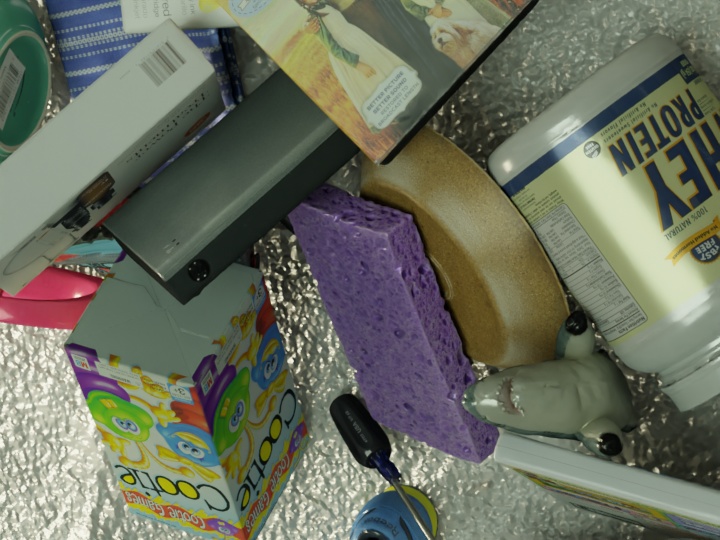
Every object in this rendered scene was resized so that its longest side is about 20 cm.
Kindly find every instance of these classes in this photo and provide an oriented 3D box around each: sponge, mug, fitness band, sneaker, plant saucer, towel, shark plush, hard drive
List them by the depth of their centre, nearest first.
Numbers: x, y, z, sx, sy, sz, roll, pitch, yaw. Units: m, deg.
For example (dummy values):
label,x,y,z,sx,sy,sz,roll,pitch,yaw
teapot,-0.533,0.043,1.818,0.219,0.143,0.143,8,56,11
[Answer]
label,x,y,z,sx,sy,sz,roll,pitch,yaw
shark plush,0.128,0.078,1.508,0.083,0.200,0.091,-18,87,15
plant saucer,0.058,-0.007,1.530,0.200,0.035,0.201,45,159,23
hard drive,-0.068,-0.070,1.534,0.200,0.140,0.033,-41,116,-7
sponge,0.021,0.034,1.572,0.111,0.030,0.201,21,141,47
sneaker,-0.162,-0.008,1.670,0.199,0.079,0.096,3,131,33
mug,-0.289,-0.121,1.671,0.114,0.152,0.186,10,118,21
towel,-0.147,-0.123,1.672,0.144,0.024,0.201,-7,104,29
sneaker,0.005,0.251,1.691,0.066,0.078,0.201,19,116,18
fitness band,-0.271,0.011,1.710,0.199,0.143,0.038,12,94,24

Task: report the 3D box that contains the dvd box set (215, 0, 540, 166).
label,x,y,z,sx,sy,sz,roll,pitch,yaw
dvd box set,-0.007,-0.185,1.453,0.146,0.029,0.200,-45,81,12

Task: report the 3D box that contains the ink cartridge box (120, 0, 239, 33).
label,x,y,z,sx,sy,sz,roll,pitch,yaw
ink cartridge box,-0.057,-0.235,1.537,0.199,0.083,0.146,-2,98,23

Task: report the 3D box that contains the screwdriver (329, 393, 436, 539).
label,x,y,z,sx,sy,sz,roll,pitch,yaw
screwdriver,0.034,0.156,1.621,0.200,0.029,0.028,50,148,37

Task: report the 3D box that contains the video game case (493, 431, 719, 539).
label,x,y,z,sx,sy,sz,roll,pitch,yaw
video game case,0.202,0.152,1.507,0.199,0.182,0.022,15,81,22

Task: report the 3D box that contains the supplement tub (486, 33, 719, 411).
label,x,y,z,sx,sy,sz,roll,pitch,yaw
supplement tub,0.189,-0.029,1.463,0.145,0.145,0.200,-37,88,31

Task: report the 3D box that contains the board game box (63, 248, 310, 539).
label,x,y,z,sx,sy,sz,roll,pitch,yaw
board game box,-0.116,0.088,1.628,0.104,0.103,0.200,15,145,22

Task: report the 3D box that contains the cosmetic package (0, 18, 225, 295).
label,x,y,z,sx,sy,sz,roll,pitch,yaw
cosmetic package,-0.180,-0.071,1.558,0.200,0.151,0.052,-42,88,-4

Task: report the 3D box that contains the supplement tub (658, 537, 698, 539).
label,x,y,z,sx,sy,sz,roll,pitch,yaw
supplement tub,0.176,0.251,1.544,0.199,0.144,0.145,-12,101,42

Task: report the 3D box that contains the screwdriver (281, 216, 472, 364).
label,x,y,z,sx,sy,sz,roll,pitch,yaw
screwdriver,0.000,0.000,1.630,0.200,0.028,0.029,44,142,-2
